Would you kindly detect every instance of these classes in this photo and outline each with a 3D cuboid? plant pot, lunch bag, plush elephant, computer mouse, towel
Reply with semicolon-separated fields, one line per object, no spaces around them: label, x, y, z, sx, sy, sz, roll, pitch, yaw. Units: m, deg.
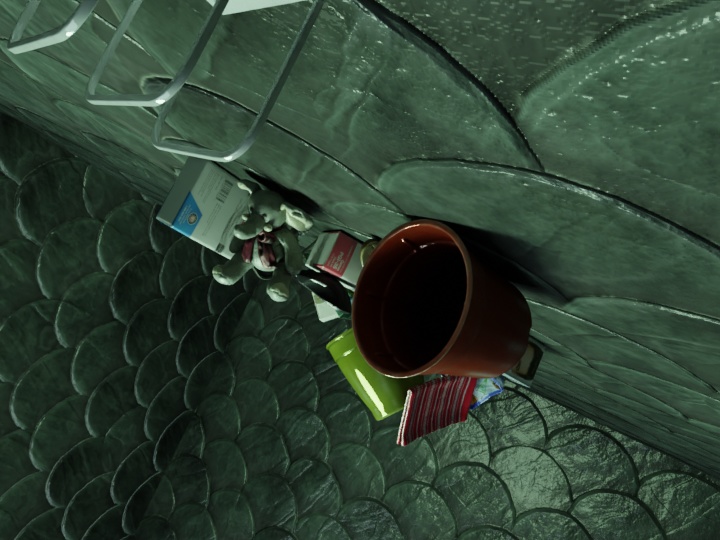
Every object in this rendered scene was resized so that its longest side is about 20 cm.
plant pot;0.124;0.058;0.735;0.194;0.204;0.199;21;178;-41
lunch bag;0.241;0.195;1.270;0.201;0.123;0.170;50;-156;-2
plush elephant;-0.171;-0.071;0.965;0.163;0.201;0.156;21;149;26
plant pot;0.053;0.213;1.178;0.195;0.198;0.200;63;-178;13
computer mouse;-0.100;0.014;1.073;0.199;0.046;0.140;35;-174;23
towel;0.168;0.288;1.143;0.197;0.147;0.022;-8;-152;-35

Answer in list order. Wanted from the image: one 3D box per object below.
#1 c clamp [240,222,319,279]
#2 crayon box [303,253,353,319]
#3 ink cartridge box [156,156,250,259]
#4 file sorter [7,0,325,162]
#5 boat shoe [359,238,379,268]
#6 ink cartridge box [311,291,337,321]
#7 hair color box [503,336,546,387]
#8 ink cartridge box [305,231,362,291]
c clamp;-0.178;-0.070;1.141;0.027;0.171;0.201;31;163;35
crayon box;-0.045;0.024;1.276;0.125;0.052;0.201;15;-144;-54
ink cartridge box;-0.285;-0.116;1.089;0.084;0.146;0.199;22;171;44
file sorter;-0.132;-0.163;0.262;0.138;0.126;0.199;19;169;44
boat shoe;0.055;0.006;1.017;0.200;0.072;0.068;46;-171;-40
ink cartridge box;-0.065;0.057;1.439;0.126;0.127;0.200;-17;173;-5
hair color box;0.301;0.165;1.158;0.198;0.100;0.060;30;171;-26
ink cartridge box;0.000;0.000;1.136;0.198;0.084;0.146;29;172;-19
